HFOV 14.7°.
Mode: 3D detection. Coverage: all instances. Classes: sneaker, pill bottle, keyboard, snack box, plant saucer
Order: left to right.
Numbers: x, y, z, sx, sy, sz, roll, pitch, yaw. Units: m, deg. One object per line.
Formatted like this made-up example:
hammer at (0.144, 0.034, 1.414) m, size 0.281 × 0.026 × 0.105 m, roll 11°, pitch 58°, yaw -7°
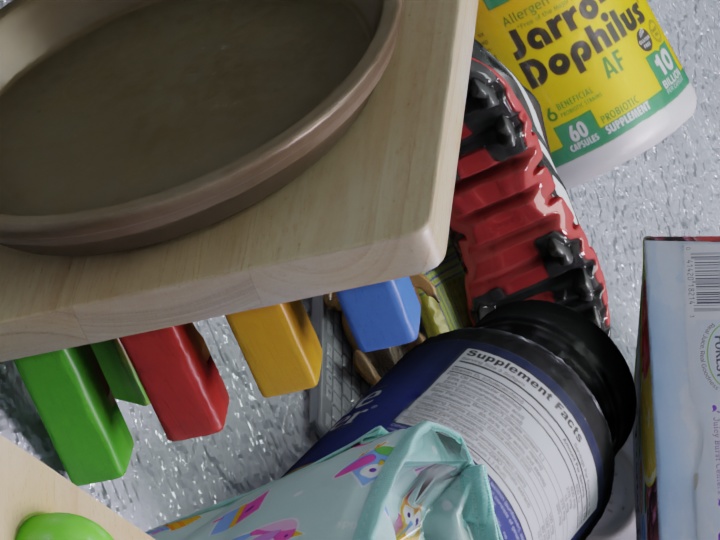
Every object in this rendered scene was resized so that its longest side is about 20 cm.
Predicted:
plant saucer at (-0.076, -0.068, 1.050) m, size 0.200 × 0.199 × 0.030 m, roll -80°, pitch 154°, yaw -52°
keyboard at (-0.004, 0.015, 1.329) m, size 0.056 × 0.011 × 0.200 m, roll 46°, pitch 31°, yaw -36°
pill bottle at (0.039, 0.093, 1.171) m, size 0.112 × 0.112 × 0.200 m, roll 60°, pitch 38°, yaw -10°
sneaker at (0.072, -0.032, 1.387) m, size 0.098 × 0.071 × 0.201 m, roll -89°, pitch 156°, yaw -62°
pill bottle at (0.097, -0.153, 1.572) m, size 0.200 × 0.113 × 0.113 m, roll 61°, pitch 24°, yaw -8°
snack box at (0.148, 0.106, 1.222) m, size 0.142 × 0.053 × 0.201 m, roll 83°, pitch 7°, yaw -57°

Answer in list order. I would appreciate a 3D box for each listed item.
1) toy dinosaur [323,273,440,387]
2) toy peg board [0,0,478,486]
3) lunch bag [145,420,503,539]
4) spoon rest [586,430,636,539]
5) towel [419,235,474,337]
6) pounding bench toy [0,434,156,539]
toy dinosaur at (0.000, 0.000, 1.294) m, size 0.106 × 0.060 × 0.201 m, roll 89°, pitch -12°, yaw -81°
toy peg board at (-0.045, -0.017, 1.077) m, size 0.200 × 0.199 × 0.098 m, roll -81°, pitch 154°, yaw -52°
lunch bag at (-0.037, 0.153, 0.936) m, size 0.122 × 0.170 × 0.200 m, roll 46°, pitch 33°, yaw -32°
spoon rest at (0.155, 0.129, 1.347) m, size 0.200 × 0.100 × 0.061 m, roll 34°, pitch 11°, yaw 17°
towel at (0.041, -0.021, 1.429) m, size 0.201 × 0.023 × 0.144 m, roll 67°, pitch 24°, yaw -1°
pounding bench toy at (-0.118, 0.115, 0.828) m, size 0.124 × 0.156 × 0.200 m, roll 40°, pitch 34°, yaw -43°
